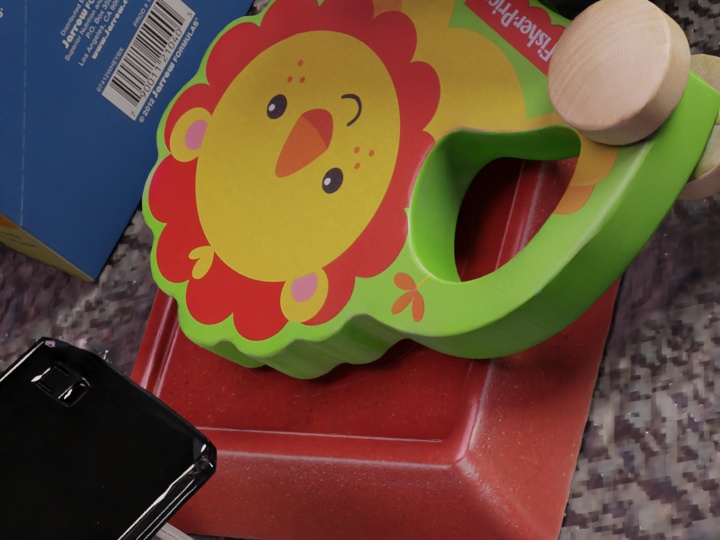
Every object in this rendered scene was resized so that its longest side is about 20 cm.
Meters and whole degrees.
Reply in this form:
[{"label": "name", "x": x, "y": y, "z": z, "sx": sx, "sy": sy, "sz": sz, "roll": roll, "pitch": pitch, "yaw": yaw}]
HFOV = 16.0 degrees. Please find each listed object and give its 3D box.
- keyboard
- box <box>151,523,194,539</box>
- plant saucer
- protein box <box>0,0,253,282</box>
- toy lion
[{"label": "keyboard", "x": -0.143, "y": 0.102, "z": 0.799, "sx": 0.104, "sy": 0.040, "sz": 0.200, "roll": 37, "pitch": 64, "yaw": 22}, {"label": "box", "x": -0.125, "y": 0.169, "z": 0.867, "sx": 0.060, "sy": 0.117, "sz": 0.200, "roll": 32, "pitch": 87, "yaw": 43}, {"label": "plant saucer", "x": 0.000, "y": 0.000, "z": 0.927, "sx": 0.200, "sy": 0.037, "sz": 0.200, "roll": 1, "pitch": 66, "yaw": 36}, {"label": "protein box", "x": -0.159, "y": -0.138, "z": 1.010, "sx": 0.135, "sy": 0.200, "sz": 0.199, "roll": 20, "pitch": 78, "yaw": 42}, {"label": "toy lion", "x": 0.013, "y": -0.039, "z": 0.881, "sx": 0.192, "sy": 0.069, "sz": 0.200, "roll": -53, "pitch": 47, "yaw": 9}]
